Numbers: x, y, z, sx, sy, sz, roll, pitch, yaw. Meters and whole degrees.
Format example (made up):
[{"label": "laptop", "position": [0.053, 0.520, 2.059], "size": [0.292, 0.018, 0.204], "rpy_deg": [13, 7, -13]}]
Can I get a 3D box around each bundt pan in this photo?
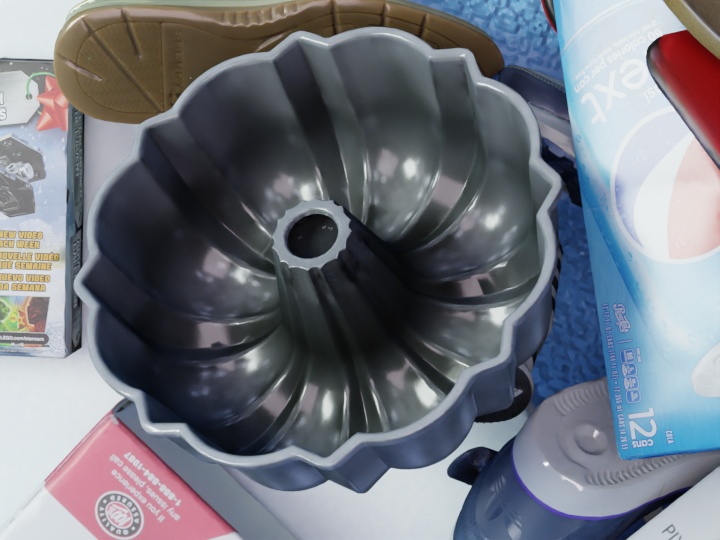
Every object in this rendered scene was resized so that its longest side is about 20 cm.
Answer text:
[{"label": "bundt pan", "position": [-0.010, 0.004, 0.817], "size": [0.201, 0.076, 0.203], "rpy_deg": [-8, 58, 13]}]

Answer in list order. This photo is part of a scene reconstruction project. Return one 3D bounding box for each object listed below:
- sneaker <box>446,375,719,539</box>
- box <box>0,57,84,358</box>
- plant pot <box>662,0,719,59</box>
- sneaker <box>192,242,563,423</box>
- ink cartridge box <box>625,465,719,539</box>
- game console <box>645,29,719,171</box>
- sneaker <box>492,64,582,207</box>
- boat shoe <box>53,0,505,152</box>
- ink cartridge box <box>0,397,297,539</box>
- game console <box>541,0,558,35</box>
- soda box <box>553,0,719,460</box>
[{"label": "sneaker", "position": [0.129, 0.106, 0.912], "size": [0.199, 0.147, 0.081], "rpy_deg": [-10, 54, -30]}, {"label": "box", "position": [-0.229, -0.032, 0.932], "size": [0.199, 0.040, 0.138], "rpy_deg": [3, 96, 3]}, {"label": "plant pot", "position": [0.171, -0.139, 0.773], "size": [0.199, 0.027, 0.201], "rpy_deg": [12, 61, -23]}, {"label": "sneaker", "position": [0.000, 0.000, 0.916], "size": [0.200, 0.076, 0.116], "rpy_deg": [8, 54, 24]}, {"label": "ink cartridge box", "position": [0.184, 0.143, 0.870], "size": [0.200, 0.050, 0.162], "rpy_deg": [-38, 135, 8]}, {"label": "game console", "position": [0.198, -0.005, 0.796], "size": [0.118, 0.199, 0.173], "rpy_deg": [29, 122, 38]}, {"label": "sneaker", "position": [0.150, -0.056, 0.894], "size": [0.199, 0.077, 0.086], "rpy_deg": [22, 84, -10]}, {"label": "boat shoe", "position": [-0.035, -0.100, 0.895], "size": [0.199, 0.063, 0.074], "rpy_deg": [6, 115, -7]}, {"label": "ink cartridge box", "position": [-0.122, 0.178, 0.920], "size": [0.148, 0.086, 0.200], "rpy_deg": [44, 97, -1]}, {"label": "game console", "position": [0.173, -0.191, 0.899], "size": [0.176, 0.031, 0.201], "rpy_deg": [4, 95, 4]}, {"label": "soda box", "position": [0.131, -0.029, 0.804], "size": [0.064, 0.068, 0.201], "rpy_deg": [-11, 85, 33]}]
